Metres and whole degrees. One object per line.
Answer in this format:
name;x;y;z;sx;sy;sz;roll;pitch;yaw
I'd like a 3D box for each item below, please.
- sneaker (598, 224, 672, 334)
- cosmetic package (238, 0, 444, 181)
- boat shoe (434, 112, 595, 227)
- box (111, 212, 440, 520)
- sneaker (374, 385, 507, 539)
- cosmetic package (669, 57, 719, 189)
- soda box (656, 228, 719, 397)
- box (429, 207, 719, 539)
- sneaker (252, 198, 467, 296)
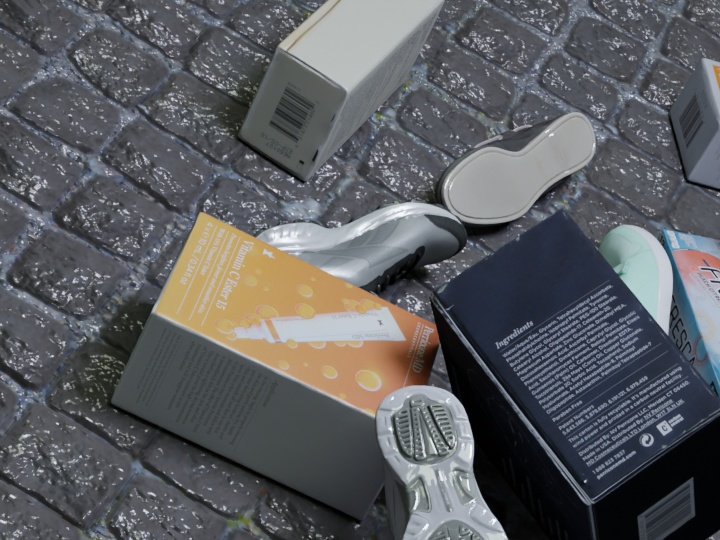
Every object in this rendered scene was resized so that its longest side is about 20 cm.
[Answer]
sneaker;0.183;0.022;1.963;0.118;0.074;0.201;22;41;-19
cosmetic package;-0.014;-0.170;2.040;0.073;0.104;0.200;32;37;6
boat shoe;0.121;-0.080;2.071;0.199;0.057;0.067;-27;99;-43
box;-0.057;0.068;1.750;0.199;0.098;0.125;25;38;-5
sneaker;0.056;0.181;1.621;0.077;0.100;0.201;-6;57;-1
cosmetic package;0.392;-0.115;2.251;0.199;0.071;0.102;14;40;-19
soda box;0.280;0.060;1.987;0.063;0.069;0.201;10;41;-22
box;0.158;0.101;1.744;0.124;0.200;0.197;-34;62;-10
sneaker;0.000;0.000;1.892;0.199;0.074;0.080;-13;63;-33
